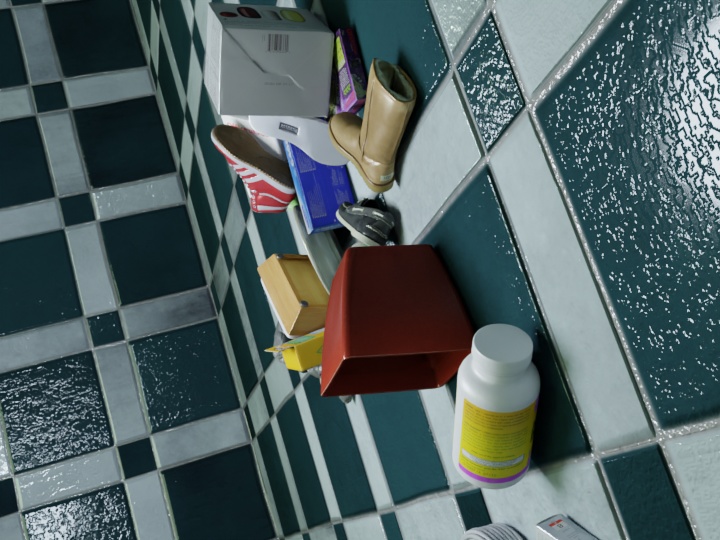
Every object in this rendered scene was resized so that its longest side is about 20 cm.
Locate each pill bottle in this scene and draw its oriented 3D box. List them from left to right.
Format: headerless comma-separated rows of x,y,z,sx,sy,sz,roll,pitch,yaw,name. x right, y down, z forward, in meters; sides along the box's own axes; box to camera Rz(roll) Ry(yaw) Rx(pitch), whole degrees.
0.170,0.169,1.101,0.105,0.103,0.203,-126,29,-50,pill bottle

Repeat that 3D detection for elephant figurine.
-0.100,0.176,1.885,0.200,0.139,0.157,50,-134,-49,elephant figurine

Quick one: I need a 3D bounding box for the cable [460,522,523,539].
0.208,0.466,1.257,0.200,0.068,0.203,141,115,-69,cable

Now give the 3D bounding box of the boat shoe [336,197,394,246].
0.011,-0.089,1.493,0.068,0.071,0.200,-62,20,7,boat shoe

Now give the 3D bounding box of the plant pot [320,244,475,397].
0.042,0.069,1.305,0.200,0.196,0.179,119,146,-64,plant pot

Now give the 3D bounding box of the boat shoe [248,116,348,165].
-0.098,-0.248,1.558,0.070,0.197,0.072,-60,-11,-63,boat shoe

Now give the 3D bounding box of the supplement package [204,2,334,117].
-0.162,-0.363,1.509,0.200,0.188,0.149,-122,35,-59,supplement package

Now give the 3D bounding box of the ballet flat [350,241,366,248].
0.000,0.000,1.581,0.200,0.066,0.065,114,168,-70,ballet flat

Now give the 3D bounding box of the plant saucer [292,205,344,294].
-0.067,-0.041,1.692,0.200,0.050,0.203,-25,-89,-86,plant saucer

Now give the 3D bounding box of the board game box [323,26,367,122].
-0.036,-0.320,1.499,0.200,0.032,0.122,159,101,-73,board game box

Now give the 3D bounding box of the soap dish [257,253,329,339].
-0.105,0.048,1.781,0.201,0.155,0.082,59,136,41,soap dish

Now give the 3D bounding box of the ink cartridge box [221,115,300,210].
-0.174,-0.232,1.735,0.144,0.084,0.202,19,140,34,ink cartridge box

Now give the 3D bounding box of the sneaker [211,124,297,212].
-0.209,-0.186,1.676,0.199,0.072,0.113,36,142,2,sneaker

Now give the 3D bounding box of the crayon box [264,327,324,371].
-0.070,0.140,1.648,0.052,0.197,0.126,71,162,-2,crayon box

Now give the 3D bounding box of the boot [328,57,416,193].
0.018,-0.242,1.340,0.176,0.065,0.201,52,153,26,boot

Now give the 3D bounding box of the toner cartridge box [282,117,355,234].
-0.076,-0.176,1.614,0.043,0.093,0.203,143,112,-71,toner cartridge box

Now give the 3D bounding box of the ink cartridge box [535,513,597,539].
0.286,0.403,1.031,0.199,0.049,0.165,21,122,59,ink cartridge box
